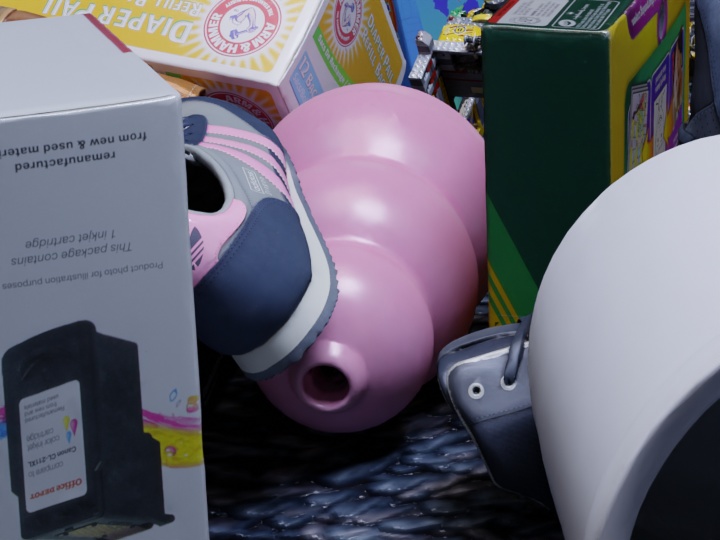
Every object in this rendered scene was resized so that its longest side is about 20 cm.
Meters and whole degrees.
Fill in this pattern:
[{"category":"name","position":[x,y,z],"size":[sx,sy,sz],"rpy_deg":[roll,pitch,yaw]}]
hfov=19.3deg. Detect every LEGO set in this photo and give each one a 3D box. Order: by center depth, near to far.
[{"category":"LEGO set","position":[0.117,-0.114,1.147],"size":[0.198,0.116,0.154],"rpy_deg":[14,56,28]}]

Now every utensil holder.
[{"category":"utensil holder","position":[0.137,0.057,0.643],"size":[0.168,0.172,0.200],"rpy_deg":[-5,16,-1]}]

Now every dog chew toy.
[{"category":"dog chew toy","position":[0.000,0.000,0.923],"size":[0.123,0.126,0.200],"rpy_deg":[-2,28,9]}]

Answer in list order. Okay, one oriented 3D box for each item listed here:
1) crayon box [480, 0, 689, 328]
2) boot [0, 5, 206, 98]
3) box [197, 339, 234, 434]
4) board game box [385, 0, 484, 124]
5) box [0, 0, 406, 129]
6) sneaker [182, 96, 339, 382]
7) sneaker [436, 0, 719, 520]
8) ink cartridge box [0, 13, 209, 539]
[{"category":"crayon box","position":[0.101,-0.043,0.923],"size":[0.058,0.174,0.200],"rpy_deg":[4,20,16]},{"category":"boot","position":[-0.151,-0.044,1.046],"size":[0.154,0.201,0.077],"rpy_deg":[16,44,6]},{"category":"box","position":[-0.130,0.042,0.953],"size":[0.141,0.036,0.200],"rpy_deg":[-3,18,8]},{"category":"board game box","position":[0.071,-0.179,1.278],"size":[0.151,0.202,0.045],"rpy_deg":[-17,6,-29]},{"category":"box","position":[-0.092,-0.115,1.070],"size":[0.198,0.113,0.102],"rpy_deg":[13,61,23]},{"category":"sneaker","position":[-0.069,-0.036,0.859],"size":[0.070,0.082,0.200],"rpy_deg":[-47,30,6]},{"category":"sneaker","position":[0.096,-0.005,0.780],"size":[0.145,0.205,0.077],"rpy_deg":[-4,4,12]},{"category":"ink cartridge box","position":[-0.111,0.025,0.742],"size":[0.082,0.202,0.146],"rpy_deg":[-8,20,-17]}]
